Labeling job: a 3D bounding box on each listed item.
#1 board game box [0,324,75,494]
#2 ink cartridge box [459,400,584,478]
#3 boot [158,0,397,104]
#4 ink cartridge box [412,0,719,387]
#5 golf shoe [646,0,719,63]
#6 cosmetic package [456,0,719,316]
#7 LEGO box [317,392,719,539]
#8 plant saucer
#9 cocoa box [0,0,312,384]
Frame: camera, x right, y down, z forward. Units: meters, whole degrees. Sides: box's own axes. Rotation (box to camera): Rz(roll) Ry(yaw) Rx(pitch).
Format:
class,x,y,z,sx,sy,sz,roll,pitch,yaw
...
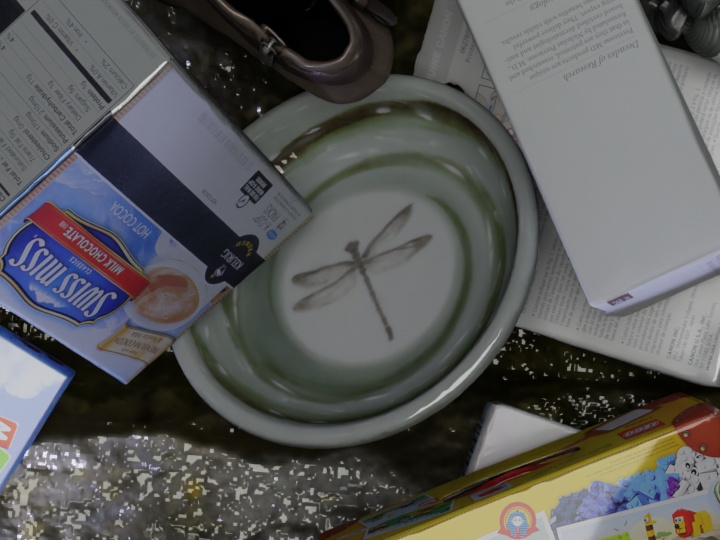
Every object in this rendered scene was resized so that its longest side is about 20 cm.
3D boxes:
class,x,y,z,sx,sy,sz,roll,pitch,yaw
board game box,-0.270,0.064,0.995,0.199,0.037,0.152,31,90,-3
ink cartridge box,0.133,0.174,1.004,0.199,0.057,0.164,19,90,3
boot,-0.067,-0.151,0.940,0.199,0.146,0.071,32,94,2
ink cartridge box,0.115,-0.044,1.010,0.199,0.050,0.162,17,91,17
golf shoe,0.228,-0.180,0.979,0.094,0.078,0.201,34,77,-5
cosmetic package,0.113,-0.083,0.933,0.081,0.113,0.201,-26,82,12
LEGO box,0.098,0.166,0.943,0.199,0.077,0.150,-21,94,-4
plant saucer,0.000,0.000,0.970,0.199,0.050,0.202,-11,61,20
cocoa box,-0.135,-0.056,0.900,0.131,0.200,0.133,-43,66,0
